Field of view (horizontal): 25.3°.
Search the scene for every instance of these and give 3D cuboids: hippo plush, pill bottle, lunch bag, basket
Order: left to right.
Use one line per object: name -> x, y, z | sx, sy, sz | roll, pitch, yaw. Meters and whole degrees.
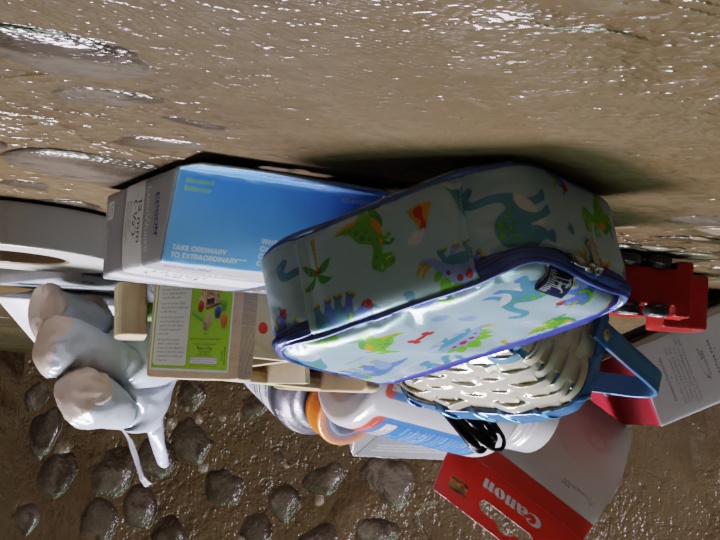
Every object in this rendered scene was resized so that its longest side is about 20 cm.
hippo plush -> -0.178, 0.067, 1.396 | 0.161, 0.200, 0.159 | -32, -178, 9
pill bottle -> -0.058, 0.083, 1.492 | 0.106, 0.106, 0.200 | 9, -159, -39
pill bottle -> 0.073, 0.100, 1.387 | 0.200, 0.112, 0.112 | 17, 168, -30
lunch bag -> 0.055, 0.007, 0.982 | 0.200, 0.083, 0.161 | -20, 160, 27
basket -> 0.109, 0.044, 1.157 | 0.176, 0.139, 0.200 | 2, 154, 30

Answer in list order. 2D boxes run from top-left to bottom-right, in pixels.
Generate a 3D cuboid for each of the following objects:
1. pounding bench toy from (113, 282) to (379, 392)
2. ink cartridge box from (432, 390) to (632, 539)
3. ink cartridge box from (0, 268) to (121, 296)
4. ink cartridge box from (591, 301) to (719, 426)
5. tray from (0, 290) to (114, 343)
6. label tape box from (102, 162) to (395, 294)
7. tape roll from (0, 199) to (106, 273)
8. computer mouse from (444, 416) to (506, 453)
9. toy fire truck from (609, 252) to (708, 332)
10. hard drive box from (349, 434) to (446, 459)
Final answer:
pounding bench toy -> -0.091, 0.032, 1.312 | 0.156, 0.125, 0.200 | 9, 172, -40
ink cartridge box -> 0.164, 0.173, 1.485 | 0.162, 0.057, 0.200 | 37, -148, -7
ink cartridge box -> -0.248, 0.006, 1.569 | 0.199, 0.041, 0.200 | 10, 172, -43
ink cartridge box -> 0.284, 0.099, 1.559 | 0.175, 0.084, 0.200 | -21, 178, -8
tray -> -0.241, 0.051, 1.547 | 0.200, 0.022, 0.107 | 4, 149, 19
label tape box -> -0.076, -0.024, 1.072 | 0.143, 0.066, 0.200 | 7, 175, -25
tape roll -> -0.290, -0.028, 1.308 | 0.202, 0.037, 0.203 | 5, 174, 0
computer mouse -> 0.095, 0.051, 1.328 | 0.140, 0.200, 0.046 | 43, 143, -5
toy fire truck -> 0.205, 0.016, 1.313 | 0.200, 0.049, 0.141 | 5, 174, -9
hard drive box -> 0.057, 0.105, 1.643 | 0.156, 0.077, 0.200 | 4, -151, -12
